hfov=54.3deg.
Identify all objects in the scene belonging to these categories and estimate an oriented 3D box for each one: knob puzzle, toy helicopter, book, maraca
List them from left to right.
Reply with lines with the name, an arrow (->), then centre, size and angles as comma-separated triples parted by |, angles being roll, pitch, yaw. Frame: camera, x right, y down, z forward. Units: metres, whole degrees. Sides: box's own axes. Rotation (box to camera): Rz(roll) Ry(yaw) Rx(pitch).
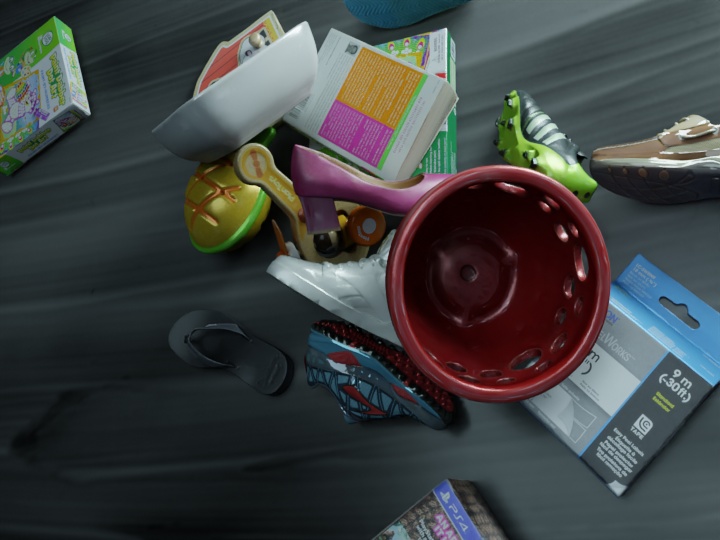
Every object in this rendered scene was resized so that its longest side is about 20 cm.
maraca -> -0.171, -0.115, 0.936 | 0.134, 0.107, 0.205 | -5, 61, 30
knob puzzle -> -0.180, -0.266, 1.028 | 0.213, 0.030, 0.227 | -8, 72, 23
toy helicopter -> -0.074, -0.064, 0.822 | 0.133, 0.199, 0.079 | -51, 20, -7
book -> 0.005, -0.202, 0.867 | 0.198, 0.048, 0.136 | 34, 95, 30

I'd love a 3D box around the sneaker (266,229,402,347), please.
sneaker -> 0.000, 0.000, 0.799 | 0.196, 0.074, 0.118 | 25, 88, -10

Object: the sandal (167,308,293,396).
sandal -> -0.173, 0.098, 0.906 | 0.195, 0.043, 0.078 | 15, 81, 28

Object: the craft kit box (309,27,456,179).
craft kit box -> 0.027, -0.191, 0.902 | 0.192, 0.048, 0.207 | -8, 71, 26

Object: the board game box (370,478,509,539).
board game box -> 0.068, 0.334, 0.689 | 0.199, 0.097, 0.161 | -40, 62, 9

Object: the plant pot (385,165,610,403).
plant pot -> 0.118, 0.010, 0.681 | 0.194, 0.183, 0.208 | 0, 91, -1

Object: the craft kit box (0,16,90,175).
craft kit box -> -0.565, -0.299, 1.206 | 0.194, 0.048, 0.204 | -29, 65, 12

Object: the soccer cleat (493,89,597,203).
soccer cleat -> 0.199, -0.134, 0.772 | 0.079, 0.069, 0.203 | 10, 38, -11

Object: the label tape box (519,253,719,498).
label tape box -> 0.263, 0.093, 0.690 | 0.144, 0.063, 0.201 | 42, 95, 28

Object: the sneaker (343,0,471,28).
sneaker -> 0.071, -0.385, 0.928 | 0.194, 0.077, 0.083 | -8, 62, 16

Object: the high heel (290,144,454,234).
high heel -> 0.022, -0.107, 0.774 | 0.194, 0.067, 0.099 | -14, 104, -11

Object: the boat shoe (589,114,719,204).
boat shoe -> 0.337, -0.116, 0.720 | 0.194, 0.076, 0.074 | 4, 68, 20

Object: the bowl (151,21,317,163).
bowl -> -0.144, -0.202, 0.849 | 0.199, 0.076, 0.198 | -41, 18, -23

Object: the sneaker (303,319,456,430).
sneaker -> 0.019, 0.135, 0.800 | 0.197, 0.079, 0.098 | 27, 109, 28
